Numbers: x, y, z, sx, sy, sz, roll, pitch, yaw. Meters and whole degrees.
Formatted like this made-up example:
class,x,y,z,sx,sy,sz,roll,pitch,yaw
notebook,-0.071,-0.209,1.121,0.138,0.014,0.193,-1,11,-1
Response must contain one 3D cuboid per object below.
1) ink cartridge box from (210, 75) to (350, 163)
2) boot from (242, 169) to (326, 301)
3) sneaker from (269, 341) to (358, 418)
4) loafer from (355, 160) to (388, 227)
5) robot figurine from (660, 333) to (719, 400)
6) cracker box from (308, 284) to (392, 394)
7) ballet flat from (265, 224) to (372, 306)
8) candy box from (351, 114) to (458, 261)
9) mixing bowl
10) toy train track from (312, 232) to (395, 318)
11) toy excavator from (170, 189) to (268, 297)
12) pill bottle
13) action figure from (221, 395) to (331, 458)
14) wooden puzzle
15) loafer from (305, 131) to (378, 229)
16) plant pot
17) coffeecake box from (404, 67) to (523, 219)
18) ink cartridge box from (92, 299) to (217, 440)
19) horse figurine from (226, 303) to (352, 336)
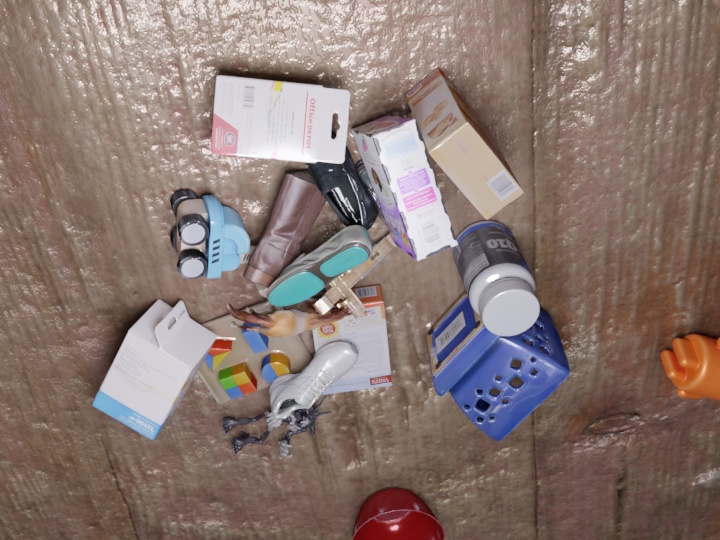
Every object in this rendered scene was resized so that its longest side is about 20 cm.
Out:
class,x,y,z,sx,sy,sz,roll,pitch,yaw
ink cartridge box,-0.120,-0.224,1.397,0.199,0.068,0.117,5,98,-7
boot,-0.087,-0.058,1.540,0.186,0.064,0.201,19,96,-49
sneaker,-0.081,0.202,1.656,0.200,0.080,0.070,-37,116,20
loafer,0.061,-0.102,1.542,0.072,0.063,0.200,-33,123,14
robot figurine,0.685,0.192,1.812,0.199,0.117,0.145,15,93,-17
cracker box,-0.018,0.128,1.692,0.133,0.058,0.201,-7,124,-2
ballet flat,-0.066,-0.009,1.484,0.199,0.064,0.067,-29,132,21
candy box,0.065,-0.132,1.422,0.071,0.168,0.201,-23,106,-6
mixing bowl,0.071,0.532,1.952,0.199,0.109,0.201,-4,125,-5
toy train track,0.000,0.000,1.548,0.200,0.033,0.115,-44,99,-26
toy excavator,-0.209,-0.034,1.537,0.199,0.100,0.195,-4,125,-18
pill bottle,0.229,0.013,1.564,0.113,0.200,0.114,-4,125,-6
action figure,-0.155,0.296,1.761,0.199,0.102,0.119,-16,114,4
wooden puzzle,-0.206,0.157,1.689,0.199,0.046,0.186,-22,124,6
loafer,-0.039,-0.148,1.470,0.068,0.070,0.201,-25,109,27
plant pot,0.231,0.150,1.667,0.179,0.200,0.200,33,114,-19
coffeecake box,0.154,-0.195,1.409,0.073,0.200,0.153,-37,122,15
ink cartridge box,-0.348,0.161,1.599,0.125,0.129,0.200,32,118,-2
horse figurine,-0.127,0.080,1.536,0.199,0.132,0.050,1,94,-48
